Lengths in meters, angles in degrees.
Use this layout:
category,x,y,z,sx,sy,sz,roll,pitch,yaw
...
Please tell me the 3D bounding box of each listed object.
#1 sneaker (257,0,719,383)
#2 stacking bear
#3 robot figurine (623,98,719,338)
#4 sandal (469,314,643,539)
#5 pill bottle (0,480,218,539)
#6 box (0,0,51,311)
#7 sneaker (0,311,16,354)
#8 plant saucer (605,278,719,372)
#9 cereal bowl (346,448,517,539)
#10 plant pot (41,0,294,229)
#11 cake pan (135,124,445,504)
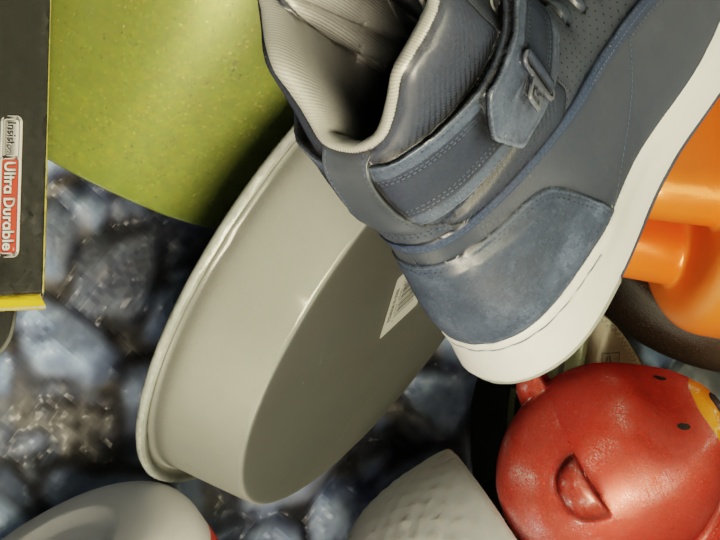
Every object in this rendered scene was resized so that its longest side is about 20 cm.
category,x,y,z,sx,sy,sz,roll,pitch,yaw
sneaker,0.048,-0.088,0.774,0.146,0.077,0.203,47,55,-38
stacking bear,0.120,0.108,0.910,0.114,0.122,0.200,-29,127,15
robot figurine,0.178,-0.026,0.904,0.200,0.117,0.144,8,109,-16
sandal,0.082,0.033,0.963,0.057,0.080,0.201,1,104,-17
pill bottle,-0.061,0.181,0.902,0.112,0.112,0.200,-39,111,-18
box,-0.171,-0.086,0.768,0.159,0.049,0.200,-1,96,-36
sneaker,-0.198,-0.019,0.820,0.200,0.075,0.079,18,107,-28
plant saucer,0.163,-0.051,0.984,0.200,0.032,0.201,0,104,2
cereal bowl,0.047,0.170,0.918,0.083,0.200,0.200,-29,109,-2
plant pot,-0.041,-0.122,0.852,0.187,0.187,0.200,22,99,-27
cake pan,0.000,0.000,0.877,0.037,0.200,0.200,35,77,16
